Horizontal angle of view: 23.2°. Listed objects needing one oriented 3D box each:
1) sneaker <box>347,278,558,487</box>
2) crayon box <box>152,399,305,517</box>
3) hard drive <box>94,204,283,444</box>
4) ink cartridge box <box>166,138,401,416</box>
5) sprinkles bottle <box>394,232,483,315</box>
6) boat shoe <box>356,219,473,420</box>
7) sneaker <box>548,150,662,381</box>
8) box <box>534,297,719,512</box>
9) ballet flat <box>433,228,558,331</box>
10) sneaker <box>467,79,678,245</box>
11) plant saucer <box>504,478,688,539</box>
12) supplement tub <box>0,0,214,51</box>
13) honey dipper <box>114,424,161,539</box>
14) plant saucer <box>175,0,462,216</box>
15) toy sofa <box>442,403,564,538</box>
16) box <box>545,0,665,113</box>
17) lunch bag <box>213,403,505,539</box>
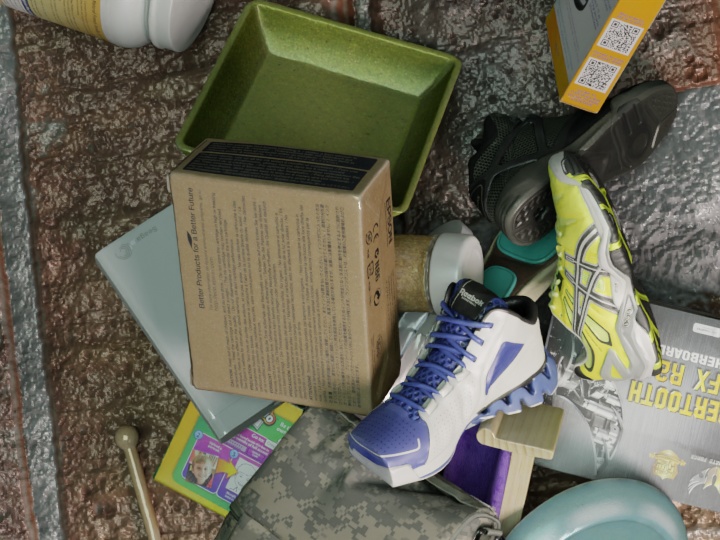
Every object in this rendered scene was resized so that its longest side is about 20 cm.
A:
[{"bbox_3d":[0.070,0.072,1.370,0.080,0.199,0.116,27,136,44],"label":"sneaker"},{"bbox_3d":[-0.067,0.172,1.537,0.199,0.058,0.120,27,95,9],"label":"crayon box"},{"bbox_3d":[-0.122,0.032,1.522,0.131,0.026,0.201,-33,74,-13],"label":"hard drive"},{"bbox_3d":[-0.057,0.005,1.393,0.163,0.075,0.202,9,122,20],"label":"ink cartridge box"},{"bbox_3d":[0.000,0.000,1.454,0.198,0.068,0.069,3,92,21],"label":"sprinkles bottle"},{"bbox_3d":[0.050,0.055,1.511,0.065,0.072,0.201,33,80,-25],"label":"boat shoe"},{"bbox_3d":[0.182,0.003,1.409,0.076,0.075,0.202,-17,104,14],"label":"sneaker"},{"bbox_3d":[0.248,0.106,1.481,0.198,0.048,0.160,14,95,10],"label":"box"},{"bbox_3d":[0.133,0.006,1.490,0.069,0.070,0.200,41,73,7],"label":"ballet flat"},{"bbox_3d":[0.169,-0.112,1.478,0.199,0.077,0.114,-37,47,-12],"label":"sneaker"},{"bbox_3d":[0.190,0.265,1.445,0.198,0.027,0.202,-11,119,-20],"label":"plant saucer"},{"bbox_3d":[-0.229,-0.278,1.516,0.198,0.144,0.146,20,94,9],"label":"supplement tub"},{"bbox_3d":[-0.186,0.237,1.574,0.038,0.038,0.202,-19,84,10],"label":"honey dipper"},{"bbox_3d":[-0.034,-0.128,1.485,0.198,0.048,0.201,17,49,6],"label":"plant saucer"},{"bbox_3d":[0.103,0.204,1.462,0.097,0.083,0.202,13,114,9],"label":"toy sofa"},{"bbox_3d":[0.213,-0.240,1.406,0.041,0.120,0.201,18,129,-17],"label":"box"},{"bbox_3d":[0.000,0.217,1.407,0.199,0.139,0.169,34,102,27],"label":"lunch bag"}]
